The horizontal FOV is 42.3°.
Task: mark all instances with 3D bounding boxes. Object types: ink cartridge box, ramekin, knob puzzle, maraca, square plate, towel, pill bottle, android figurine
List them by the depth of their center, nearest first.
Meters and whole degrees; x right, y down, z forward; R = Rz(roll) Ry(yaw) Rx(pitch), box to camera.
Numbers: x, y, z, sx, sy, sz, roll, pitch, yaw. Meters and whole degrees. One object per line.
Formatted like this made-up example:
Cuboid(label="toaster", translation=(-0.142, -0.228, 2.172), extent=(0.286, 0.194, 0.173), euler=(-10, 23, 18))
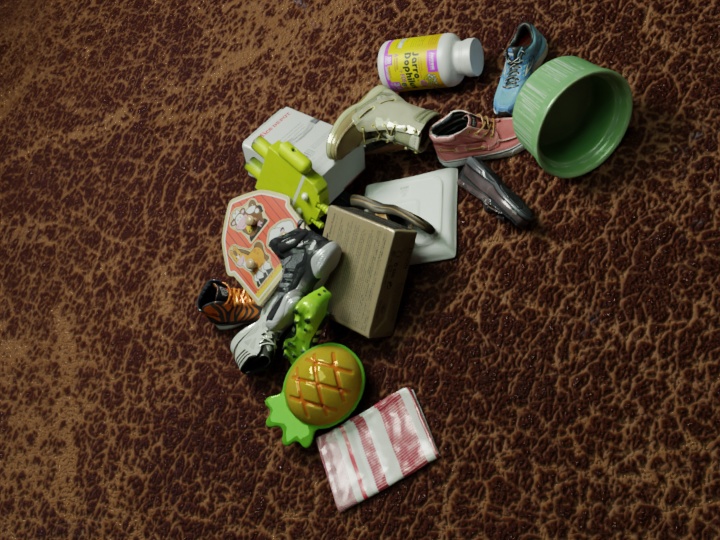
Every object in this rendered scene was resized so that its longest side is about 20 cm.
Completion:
Cuboid(label="towel", translation=(0.025, 0.303, 1.585), extent=(0.199, 0.023, 0.145), euler=(-31, 54, 11))
Cuboid(label="ramekin", translation=(0.359, -0.269, 1.603), extent=(0.200, 0.200, 0.098), euler=(-42, 44, 3))
Cuboid(label="maraca", translation=(-0.079, 0.218, 1.634), extent=(0.200, 0.107, 0.137), euler=(-45, 72, 1))
Cuboid(label="ink cartridge box", translation=(0.000, 0.000, 1.683), extent=(0.164, 0.075, 0.202), euler=(24, 107, 38))
Cuboid(label="knob puzzle", translation=(-0.198, -0.066, 1.760), extent=(0.218, 0.030, 0.222), euler=(-4, 83, 32))
Cuboid(label="android figurine", translation=(-0.135, -0.161, 1.763), extent=(0.200, 0.182, 0.041), euler=(43, 52, 10))
Cuboid(label="square plate", translation=(0.088, -0.101, 1.768), extent=(0.198, 0.028, 0.200), euler=(-9, 60, 25))
Cuboid(label="ink cartridge box", translation=(-0.111, -0.226, 1.838), extent=(0.199, 0.084, 0.145), euler=(25, 54, 27))
Cuboid(label="pill bottle", translation=(0.142, -0.418, 1.864), extent=(0.198, 0.104, 0.105), euler=(0, 64, 30))

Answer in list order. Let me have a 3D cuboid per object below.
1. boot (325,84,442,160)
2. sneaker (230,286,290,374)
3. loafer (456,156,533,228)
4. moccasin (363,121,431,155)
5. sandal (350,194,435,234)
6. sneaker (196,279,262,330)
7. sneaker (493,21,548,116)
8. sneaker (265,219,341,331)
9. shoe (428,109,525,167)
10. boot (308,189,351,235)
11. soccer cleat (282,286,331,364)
Cuboid(label="boot", translation=(0.044, -0.257, 1.748), extent=(0.154, 0.072, 0.200), euler=(29, 60, 25))
Cuboid(label="sneaker", translation=(-0.158, 0.119, 1.741), extent=(0.201, 0.075, 0.116), euler=(-47, 32, 10))
Cuboid(label="loafer", translation=(0.241, -0.130, 1.681), extent=(0.063, 0.072, 0.200), euler=(-53, 43, 19))
Cuboid(label="moccasin", translation=(0.063, -0.269, 1.853), extent=(0.200, 0.078, 0.074), euler=(-14, 73, 19))
Cuboid(label="sandal", translation=(0.055, -0.093, 1.719), extent=(0.199, 0.082, 0.055), euler=(21, 92, 35))
Cuboid(label="sneaker", translation=(-0.231, 0.058, 1.809), extent=(0.199, 0.112, 0.078), euler=(-20, 56, 19))
Cuboid(label="sneaker", translation=(0.291, -0.385, 1.768), extent=(0.078, 0.090, 0.201), euler=(7, 68, 32))
Cuboid(label="sneaker", translation=(-0.128, 0.006, 1.671), extent=(0.114, 0.075, 0.201), euler=(41, 101, 18))
Cuboid(label="shoe", translation=(0.228, -0.257, 1.727), extent=(0.198, 0.091, 0.072), euler=(-14, 57, 16))
Cuboid(label="boot", translation=(-0.119, -0.098, 1.857), extent=(0.197, 0.073, 0.163), euler=(17, 71, 30))
Cuboid(label="soccer cleat", translation=(-0.091, 0.108, 1.681), extent=(0.067, 0.201, 0.081), euler=(39, 54, 16))
